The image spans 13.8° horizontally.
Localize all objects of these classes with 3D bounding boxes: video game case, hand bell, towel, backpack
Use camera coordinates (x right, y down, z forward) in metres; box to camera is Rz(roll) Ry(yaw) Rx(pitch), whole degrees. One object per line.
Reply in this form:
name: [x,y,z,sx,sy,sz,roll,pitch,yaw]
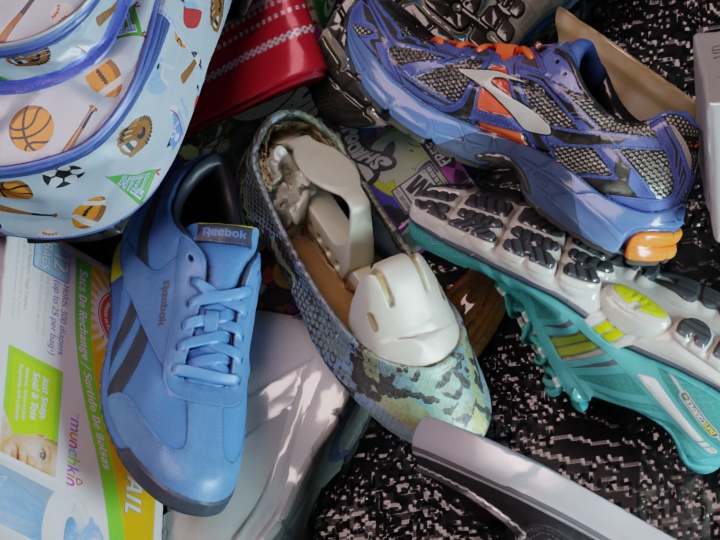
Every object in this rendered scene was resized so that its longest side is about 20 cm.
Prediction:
video game case: [-0.056,-0.056,1.572,0.181,0.036,0.200,-35,57,3]
hand bell: [0.085,-0.019,1.482,0.104,0.104,0.200,38,96,32]
towel: [-0.109,-0.162,1.520,0.144,0.022,0.201,-23,81,20]
backpack: [-0.159,-0.115,1.427,0.199,0.154,0.191,0,68,21]

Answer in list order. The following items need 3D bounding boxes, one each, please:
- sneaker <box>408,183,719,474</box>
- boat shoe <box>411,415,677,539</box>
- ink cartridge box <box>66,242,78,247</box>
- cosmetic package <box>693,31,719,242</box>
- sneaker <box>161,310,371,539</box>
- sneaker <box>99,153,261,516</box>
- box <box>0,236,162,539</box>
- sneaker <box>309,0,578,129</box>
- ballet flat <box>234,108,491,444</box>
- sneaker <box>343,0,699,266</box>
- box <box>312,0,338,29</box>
sneaker: [0.103,0.026,1.415,0.200,0.077,0.080,33,118,11]
boat shoe: [0.103,0.138,1.375,0.199,0.070,0.066,30,87,5]
ink cartridge box: [-0.183,-0.047,1.560,0.095,0.037,0.200,43,85,7]
cosmetic package: [0.257,-0.070,1.376,0.199,0.072,0.102,-5,23,4]
sneaker: [-0.064,0.109,1.467,0.087,0.075,0.200,22,66,15]
sneaker: [-0.081,0.025,1.427,0.079,0.066,0.201,-53,29,37]
box: [-0.167,0.091,1.448,0.101,0.112,0.201,-34,40,34]
sneaker: [0.063,-0.130,1.530,0.200,0.090,0.079,-34,76,-10]
ballet flat: [0.000,0.000,1.445,0.074,0.074,0.200,-38,64,1]
sneaker: [0.080,-0.082,1.411,0.200,0.075,0.079,32,106,18]
box: [0.040,-0.218,1.544,0.048,0.117,0.200,32,71,26]
